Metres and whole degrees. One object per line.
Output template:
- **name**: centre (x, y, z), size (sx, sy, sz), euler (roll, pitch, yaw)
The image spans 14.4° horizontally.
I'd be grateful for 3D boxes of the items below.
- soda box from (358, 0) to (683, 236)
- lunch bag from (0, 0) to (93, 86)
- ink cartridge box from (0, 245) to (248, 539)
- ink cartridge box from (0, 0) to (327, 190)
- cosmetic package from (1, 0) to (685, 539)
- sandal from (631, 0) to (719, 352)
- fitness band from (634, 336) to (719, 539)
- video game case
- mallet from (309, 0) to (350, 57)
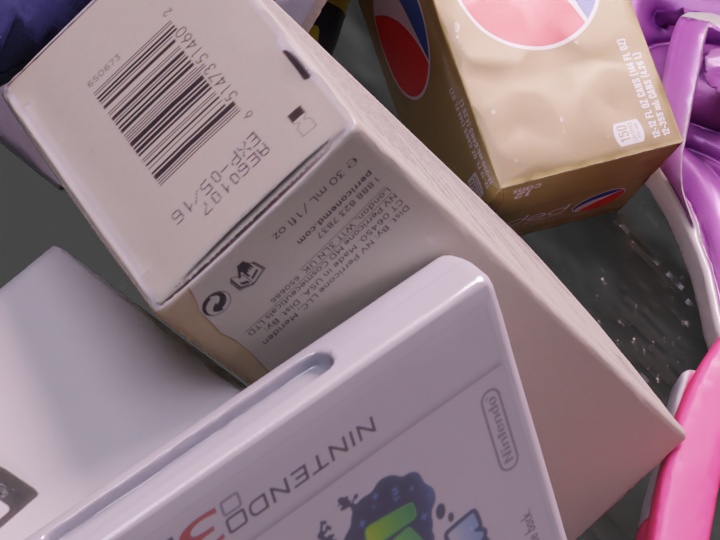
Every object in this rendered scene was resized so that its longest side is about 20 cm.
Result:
- **soda box**: centre (0.033, -0.113, 0.932), size (0.067, 0.064, 0.201), euler (-14, 75, -18)
- **lunch bag**: centre (-0.168, -0.087, 0.777), size (0.132, 0.200, 0.136), euler (-41, 104, -47)
- **ink cartridge box**: centre (-0.118, 0.112, 0.758), size (0.084, 0.146, 0.200), euler (36, 61, 24)
- **ink cartridge box**: centre (-0.058, -0.131, 0.887), size (0.175, 0.200, 0.084), euler (40, 22, 19)
- **cosmetic package**: centre (0.000, 0.000, 0.795), size (0.073, 0.200, 0.104), euler (-42, 49, 5)
- **sandal**: centre (0.131, -0.041, 0.933), size (0.082, 0.050, 0.203), euler (-13, 62, -13)
- **fitness band**: centre (0.153, 0.092, 0.844), size (0.143, 0.037, 0.201), euler (14, 66, 0)
- **video game case**: centre (-0.015, 0.123, 0.740), size (0.182, 0.201, 0.024), euler (-34, 36, -23)
- **mallet**: centre (-0.019, -0.098, 0.968), size (0.066, 0.041, 0.200), euler (24, 62, 7)
